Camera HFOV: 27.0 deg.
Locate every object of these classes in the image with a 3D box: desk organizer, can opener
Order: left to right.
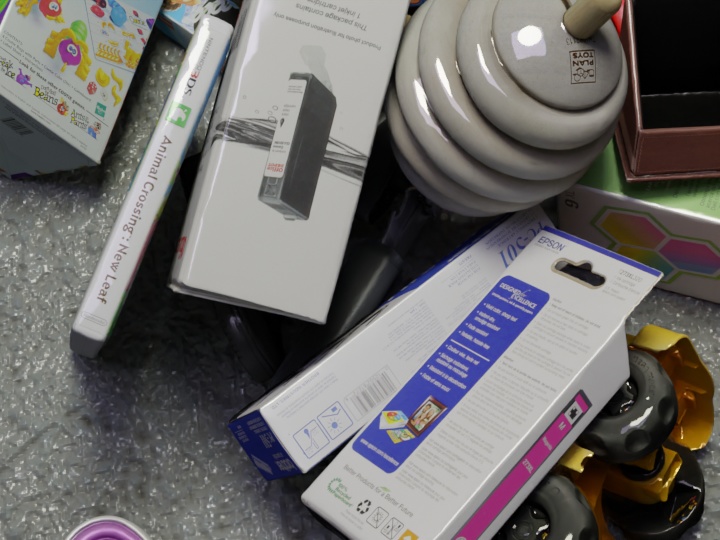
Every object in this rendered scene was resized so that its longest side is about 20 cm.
[{"bbox_3d":[0.000,0.000,0.928,0.066,0.053,0.201,22,73,20],"label":"can opener"},{"bbox_3d":[0.240,-0.105,0.813,0.197,0.077,0.072,-3,47,-1],"label":"desk organizer"}]

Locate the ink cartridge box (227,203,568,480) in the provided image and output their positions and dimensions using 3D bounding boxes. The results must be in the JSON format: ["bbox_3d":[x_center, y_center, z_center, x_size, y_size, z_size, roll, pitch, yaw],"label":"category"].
[{"bbox_3d":[0.022,0.040,0.846,0.199,0.094,0.044,-37,91,-18],"label":"ink cartridge box"}]

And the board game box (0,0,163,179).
[{"bbox_3d":[-0.207,-0.177,0.998,0.102,0.105,0.202,-4,59,43],"label":"board game box"}]

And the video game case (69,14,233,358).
[{"bbox_3d":[-0.126,-0.040,0.876,0.022,0.200,0.184,22,80,-8],"label":"video game case"}]

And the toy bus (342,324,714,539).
[{"bbox_3d":[0.078,0.112,0.831,0.191,0.136,0.201,23,68,36],"label":"toy bus"}]

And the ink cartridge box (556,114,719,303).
[{"bbox_3d":[0.169,-0.040,0.888,0.198,0.104,0.060,16,67,16],"label":"ink cartridge box"}]

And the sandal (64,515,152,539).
[{"bbox_3d":[-0.106,0.217,0.843,0.202,0.050,0.083,37,76,23],"label":"sandal"}]

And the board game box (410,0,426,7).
[{"bbox_3d":[0.094,-0.237,0.969,0.134,0.035,0.200,5,42,36],"label":"board game box"}]

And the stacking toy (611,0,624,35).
[{"bbox_3d":[0.119,-0.126,0.951,0.199,0.116,0.110,-27,33,16],"label":"stacking toy"}]

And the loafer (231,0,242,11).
[{"bbox_3d":[-0.070,-0.190,0.967,0.069,0.076,0.200,-17,49,-31],"label":"loafer"}]

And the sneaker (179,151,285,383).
[{"bbox_3d":[-0.052,-0.035,0.947,0.103,0.060,0.201,-22,60,4],"label":"sneaker"}]

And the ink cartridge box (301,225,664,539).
[{"bbox_3d":[0.066,0.068,0.763,0.200,0.037,0.094,-49,36,-11],"label":"ink cartridge box"}]

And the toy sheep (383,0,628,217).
[{"bbox_3d":[0.077,-0.100,0.794,0.136,0.200,0.139,7,68,-17],"label":"toy sheep"}]

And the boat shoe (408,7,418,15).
[{"bbox_3d":[0.068,-0.181,1.001,0.198,0.072,0.076,-24,38,-1],"label":"boat shoe"}]

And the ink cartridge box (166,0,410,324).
[{"bbox_3d":[-0.041,-0.076,0.828,0.083,0.144,0.202,16,88,-9],"label":"ink cartridge box"}]

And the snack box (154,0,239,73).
[{"bbox_3d":[-0.043,-0.221,1.046,0.116,0.037,0.200,34,75,23],"label":"snack box"}]
